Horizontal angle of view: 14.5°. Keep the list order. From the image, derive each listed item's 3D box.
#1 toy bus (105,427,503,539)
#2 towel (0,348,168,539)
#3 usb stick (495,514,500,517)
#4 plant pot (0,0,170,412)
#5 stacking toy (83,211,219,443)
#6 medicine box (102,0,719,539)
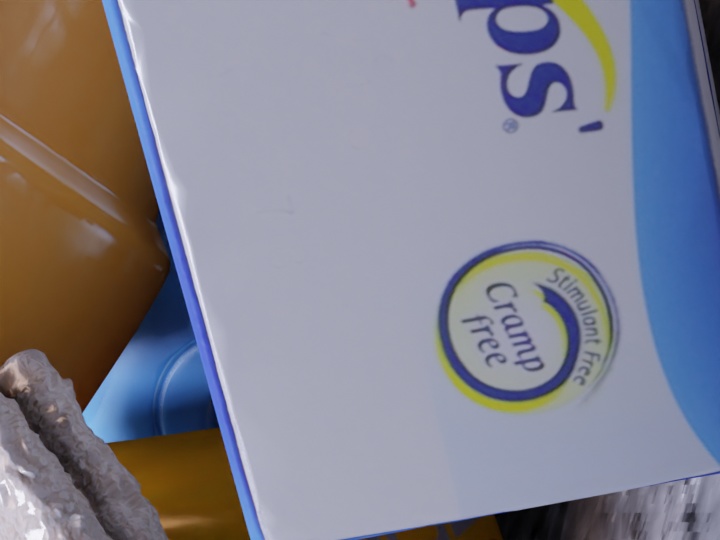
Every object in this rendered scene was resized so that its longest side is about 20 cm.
[{"bbox_3d":[-0.058,0.087,0.718,0.200,0.078,0.065,-10,19,40],"label":"toy bus"},{"bbox_3d":[-0.050,0.127,0.632,0.200,0.034,0.133,52,141,23],"label":"towel"},{"bbox_3d":[-0.029,0.068,0.754,0.200,0.056,0.033,-31,9,43],"label":"usb stick"},{"bbox_3d":[-0.106,-0.088,0.713,0.184,0.200,0.200,-55,7,-3],"label":"plant pot"},{"bbox_3d":[0.000,0.000,0.855,0.116,0.110,0.200,-67,-5,31],"label":"stacking toy"},{"bbox_3d":[0.009,-0.075,0.566,0.200,0.103,0.183,-88,-14,-66],"label":"medicine box"}]
